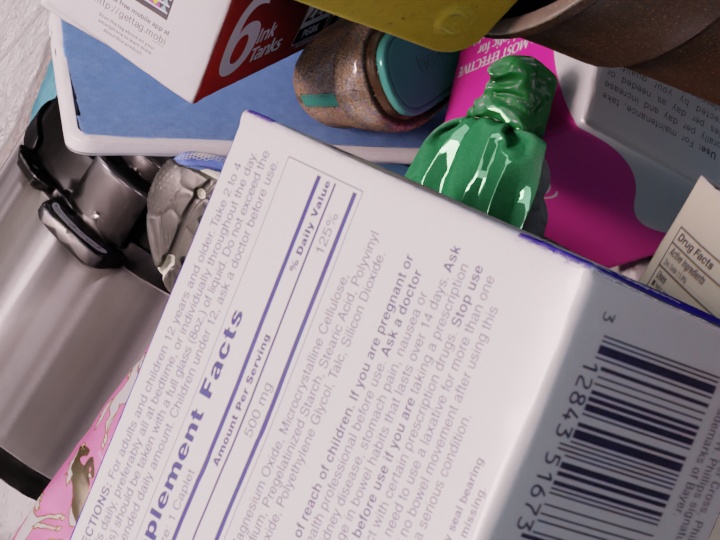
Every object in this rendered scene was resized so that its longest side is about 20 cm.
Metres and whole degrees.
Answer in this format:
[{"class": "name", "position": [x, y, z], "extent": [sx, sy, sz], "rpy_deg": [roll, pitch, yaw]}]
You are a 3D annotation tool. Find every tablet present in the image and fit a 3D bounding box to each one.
[{"class": "tablet", "position": [-0.031, -0.078, 1.270], "extent": [0.130, 0.198, 0.014], "rpy_deg": [-106, 22, -57]}]

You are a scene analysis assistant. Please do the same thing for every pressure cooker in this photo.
[{"class": "pressure cooker", "position": [-0.107, 0.002, 1.430], "extent": [0.201, 0.178, 0.176], "rpy_deg": [-56, 25, 18]}]

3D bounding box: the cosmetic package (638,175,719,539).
[{"class": "cosmetic package", "position": [0.121, 0.083, 1.048], "extent": [0.201, 0.087, 0.103], "rpy_deg": [-60, 26, 12]}]

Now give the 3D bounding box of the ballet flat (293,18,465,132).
[{"class": "ballet flat", "position": [0.041, -0.109, 1.268], "extent": [0.067, 0.200, 0.069], "rpy_deg": [-10, 101, 43]}]

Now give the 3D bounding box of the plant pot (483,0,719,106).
[{"class": "plant pot", "position": [0.157, -0.133, 1.043], "extent": [0.200, 0.197, 0.201], "rpy_deg": [-40, 36, 38]}]

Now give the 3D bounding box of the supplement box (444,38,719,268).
[{"class": "supplement box", "position": [0.115, -0.117, 1.213], "extent": [0.101, 0.103, 0.201], "rpy_deg": [-19, 53, 52]}]

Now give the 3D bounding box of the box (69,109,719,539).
[{"class": "box", "position": [0.015, 0.068, 1.011], "extent": [0.200, 0.105, 0.185], "rpy_deg": [27, 95, 49]}]

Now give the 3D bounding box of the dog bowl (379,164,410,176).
[{"class": "dog bowl", "position": [0.020, -0.068, 1.342], "extent": [0.200, 0.111, 0.050], "rpy_deg": [-113, 34, -56]}]

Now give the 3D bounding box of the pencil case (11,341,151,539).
[{"class": "pencil case", "position": [-0.075, 0.078, 1.288], "extent": [0.201, 0.086, 0.083], "rpy_deg": [-55, -16, 16]}]

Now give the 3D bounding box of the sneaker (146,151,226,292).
[{"class": "sneaker", "position": [0.000, 0.000, 1.214], "extent": [0.079, 0.199, 0.089], "rpy_deg": [-48, 29, 32]}]

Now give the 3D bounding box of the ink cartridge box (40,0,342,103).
[{"class": "ink cartridge box", "position": [-0.020, -0.184, 1.207], "extent": [0.200, 0.084, 0.176], "rpy_deg": [-33, -29, -55]}]

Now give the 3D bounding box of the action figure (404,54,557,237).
[{"class": "action figure", "position": [0.036, 0.015, 1.125], "extent": [0.118, 0.054, 0.201], "rpy_deg": [21, 95, 52]}]

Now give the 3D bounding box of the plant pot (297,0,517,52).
[{"class": "plant pot", "position": [0.003, -0.191, 0.959], "extent": [0.200, 0.199, 0.177], "rpy_deg": [-45, 45, 34]}]
